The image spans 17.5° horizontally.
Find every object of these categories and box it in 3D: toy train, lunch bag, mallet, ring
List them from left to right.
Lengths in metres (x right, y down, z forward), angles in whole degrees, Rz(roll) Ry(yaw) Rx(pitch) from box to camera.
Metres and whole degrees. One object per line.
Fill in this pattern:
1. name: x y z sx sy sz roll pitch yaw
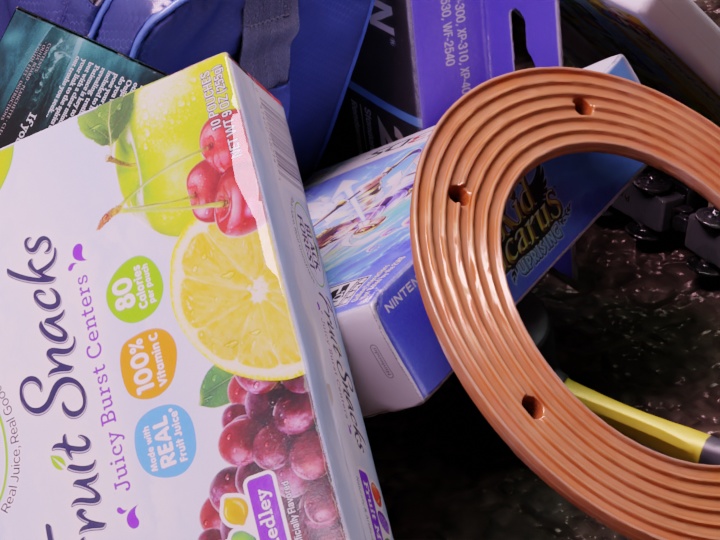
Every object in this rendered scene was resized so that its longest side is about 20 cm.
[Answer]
1. lunch bag: -0.081 -0.093 0.993 0.135 0.201 0.133 -21 60 -29
2. ring: 0.102 0.014 0.825 0.199 0.019 0.202 18 49 -22
3. mallet: 0.120 0.059 0.859 0.199 0.066 0.041 17 53 28
4. toy train: 0.171 -0.007 0.991 0.046 0.034 0.200 -13 32 -34

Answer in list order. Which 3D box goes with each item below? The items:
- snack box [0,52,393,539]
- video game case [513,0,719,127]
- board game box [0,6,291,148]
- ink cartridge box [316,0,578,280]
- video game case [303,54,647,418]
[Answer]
1. snack box: -0.075 0.047 0.777 0.141 0.053 0.201 -22 65 16
2. video game case: 0.118 -0.104 1.030 0.182 0.200 0.023 35 90 45
3. board game box: -0.122 0.014 0.867 0.135 0.201 0.028 26 -2 36
4. ink cartridge box: 0.014 -0.109 1.014 0.043 0.199 0.200 -26 37 -26
5. video game case: 0.000 0.000 0.908 0.181 0.046 0.200 -20 16 42
